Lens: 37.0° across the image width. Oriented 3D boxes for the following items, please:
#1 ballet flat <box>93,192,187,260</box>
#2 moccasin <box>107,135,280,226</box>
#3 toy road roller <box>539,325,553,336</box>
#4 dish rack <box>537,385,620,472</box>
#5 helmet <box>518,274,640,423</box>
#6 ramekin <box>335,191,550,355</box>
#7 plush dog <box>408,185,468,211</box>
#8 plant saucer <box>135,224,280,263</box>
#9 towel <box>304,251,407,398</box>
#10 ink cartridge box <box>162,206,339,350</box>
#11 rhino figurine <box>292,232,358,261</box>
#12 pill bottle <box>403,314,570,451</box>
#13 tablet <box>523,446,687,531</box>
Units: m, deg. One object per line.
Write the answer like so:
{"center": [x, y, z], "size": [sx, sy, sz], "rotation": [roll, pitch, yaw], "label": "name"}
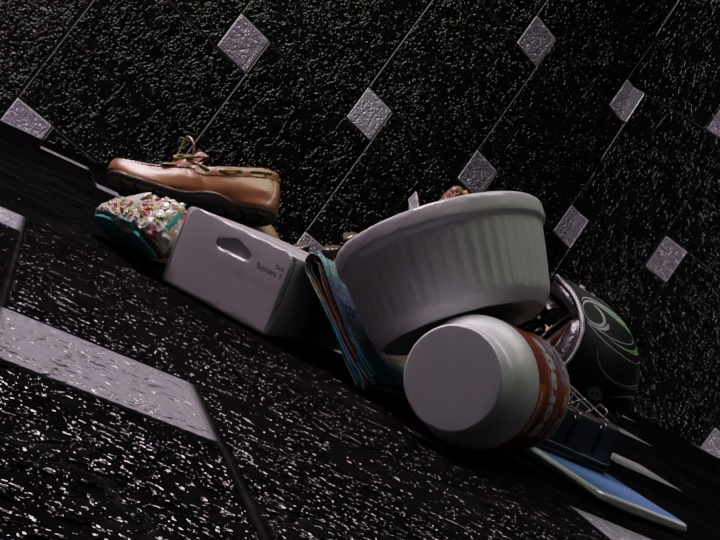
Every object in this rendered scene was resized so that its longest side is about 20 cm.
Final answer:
{"center": [-0.230, -0.052, 1.161], "size": [0.076, 0.064, 0.199], "rotation": [52, -17, -27], "label": "ballet flat"}
{"center": [-0.188, -0.104, 1.233], "size": [0.198, 0.079, 0.074], "rotation": [5, -23, -11], "label": "moccasin"}
{"center": [0.223, 0.131, 1.661], "size": [0.144, 0.125, 0.199], "rotation": [13, -4, 29], "label": "toy road roller"}
{"center": [0.180, 0.126, 1.156], "size": [0.152, 0.055, 0.200], "rotation": [26, 11, -28], "label": "dish rack"}
{"center": [0.271, 0.121, 1.407], "size": [0.190, 0.202, 0.199], "rotation": [39, -8, -39], "label": "helmet"}
{"center": [0.083, 0.009, 0.988], "size": [0.199, 0.096, 0.203], "rotation": [-14, -15, -4], "label": "ramekin"}
{"center": [0.130, -0.004, 1.456], "size": [0.172, 0.161, 0.199], "rotation": [42, -10, -35], "label": "plush dog"}
{"center": [-0.190, -0.055, 1.291], "size": [0.196, 0.036, 0.201], "rotation": [8, 22, -3], "label": "plant saucer"}
{"center": [0.020, 0.062, 1.072], "size": [0.199, 0.022, 0.148], "rotation": [23, 38, -61], "label": "towel"}
{"center": [-0.090, 0.013, 1.127], "size": [0.145, 0.085, 0.199], "rotation": [25, 2, 28], "label": "ink cartridge box"}
{"center": [0.000, 0.000, 1.310], "size": [0.198, 0.089, 0.059], "rotation": [-13, 20, -43], "label": "rhino figurine"}
{"center": [0.110, 0.099, 0.932], "size": [0.111, 0.114, 0.199], "rotation": [25, 2, 24], "label": "pill bottle"}
{"center": [0.221, 0.203, 1.079], "size": [0.129, 0.014, 0.200], "rotation": [25, 2, -29], "label": "tablet"}
